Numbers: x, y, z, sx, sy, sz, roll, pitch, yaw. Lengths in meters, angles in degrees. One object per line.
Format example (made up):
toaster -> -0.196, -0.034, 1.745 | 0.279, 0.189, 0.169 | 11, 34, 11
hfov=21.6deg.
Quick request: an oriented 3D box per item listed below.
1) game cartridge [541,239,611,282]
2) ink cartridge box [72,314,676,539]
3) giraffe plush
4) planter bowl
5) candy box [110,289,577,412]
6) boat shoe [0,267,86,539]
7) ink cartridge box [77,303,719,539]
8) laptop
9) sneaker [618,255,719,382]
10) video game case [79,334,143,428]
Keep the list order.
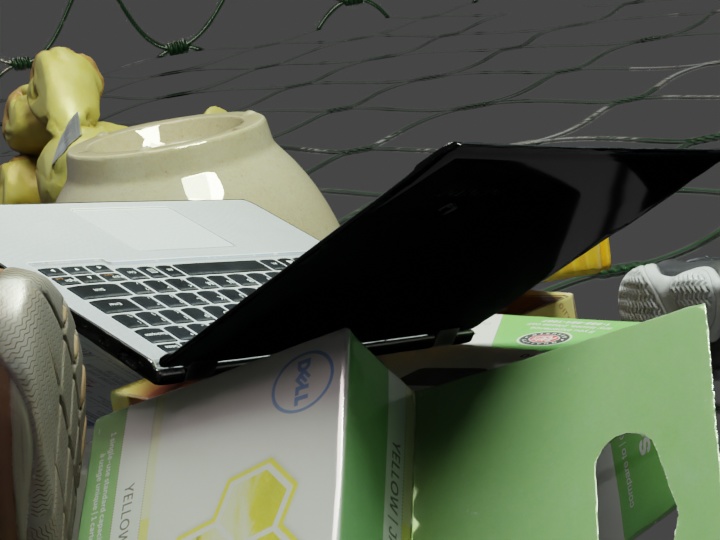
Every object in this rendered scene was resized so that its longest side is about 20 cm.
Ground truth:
game cartridge -> 0.000, 0.000, 0.876 | 0.200, 0.032, 0.176 | -10, 2, -10
ink cartridge box -> 0.006, 0.084, 0.722 | 0.145, 0.084, 0.200 | 2, 18, 41
giraffe plush -> -0.164, -0.069, 1.386 | 0.162, 0.173, 0.200 | 8, -7, -27
planter bowl -> -0.104, -0.018, 1.121 | 0.200, 0.135, 0.200 | -10, 13, 2
candy box -> -0.002, 0.057, 0.902 | 0.200, 0.056, 0.117 | -21, 17, -36
boat shoe -> -0.126, 0.083, 0.595 | 0.072, 0.200, 0.076 | 6, 38, -4
ink cartridge box -> 0.004, 0.083, 0.546 | 0.200, 0.048, 0.146 | -22, 45, 28
laptop -> -0.013, -0.030, 0.667 | 0.200, 0.116, 0.187 | 30, 18, 31
sneaker -> 0.213, 0.017, 0.869 | 0.114, 0.076, 0.200 | -18, 13, -24
video game case -> -0.182, 0.043, 0.927 | 0.182, 0.022, 0.200 | -4, -21, 23
